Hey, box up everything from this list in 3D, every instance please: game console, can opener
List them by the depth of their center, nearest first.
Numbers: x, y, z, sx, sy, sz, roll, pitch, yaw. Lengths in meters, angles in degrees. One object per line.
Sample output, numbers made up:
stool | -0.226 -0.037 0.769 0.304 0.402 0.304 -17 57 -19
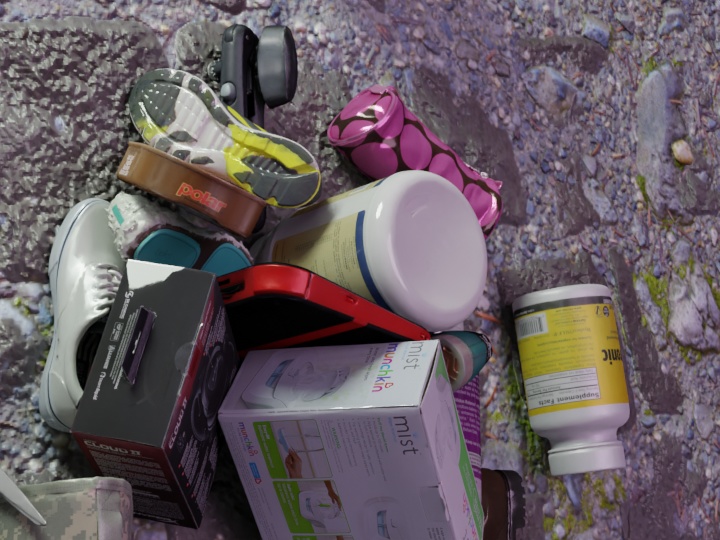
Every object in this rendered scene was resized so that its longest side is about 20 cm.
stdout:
game console | -0.067 0.047 1.186 0.177 0.200 0.031 22 64 -39
can opener | -0.108 -0.135 1.304 0.063 0.079 0.200 15 77 -50

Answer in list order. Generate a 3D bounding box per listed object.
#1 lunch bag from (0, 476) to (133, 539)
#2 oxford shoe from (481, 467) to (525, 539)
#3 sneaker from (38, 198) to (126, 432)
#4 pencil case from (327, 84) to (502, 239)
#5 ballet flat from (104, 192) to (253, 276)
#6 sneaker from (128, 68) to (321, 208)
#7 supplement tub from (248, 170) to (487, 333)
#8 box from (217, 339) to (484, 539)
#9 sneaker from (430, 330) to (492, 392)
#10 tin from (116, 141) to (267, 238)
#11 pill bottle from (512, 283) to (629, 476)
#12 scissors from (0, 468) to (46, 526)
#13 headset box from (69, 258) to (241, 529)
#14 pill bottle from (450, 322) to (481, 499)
lunch bag | -0.221 0.238 0.978 0.118 0.200 0.164 15 67 -41
oxford shoe | 0.118 0.297 1.399 0.084 0.073 0.200 12 63 -31
sneaker | -0.212 0.033 1.140 0.073 0.071 0.200 17 66 -41
pencil case | 0.061 -0.109 1.446 0.200 0.091 0.094 40 88 -32
ballet flat | -0.153 -0.021 1.196 0.200 0.072 0.072 40 48 -63
sneaker | -0.120 -0.107 1.243 0.075 0.200 0.085 -56 167 -3
supplement tub | 0.000 0.000 1.268 0.144 0.200 0.145 15 68 -41
box | -0.003 0.168 1.178 0.097 0.176 0.200 -69 148 -54
sneaker | 0.034 0.103 1.277 0.080 0.200 0.071 -13 84 -55
tin | -0.145 -0.068 1.159 0.112 0.200 0.042 30 88 -16
pill bottle | 0.234 0.122 1.529 0.111 0.111 0.200 2 77 -45
scissors | -0.271 0.122 0.977 0.073 0.200 0.014 -59 139 -25
headset box | -0.155 0.097 1.095 0.200 0.077 0.149 82 19 -61
pill bottle | 0.060 0.132 1.352 0.112 0.112 0.200 16 67 -41
